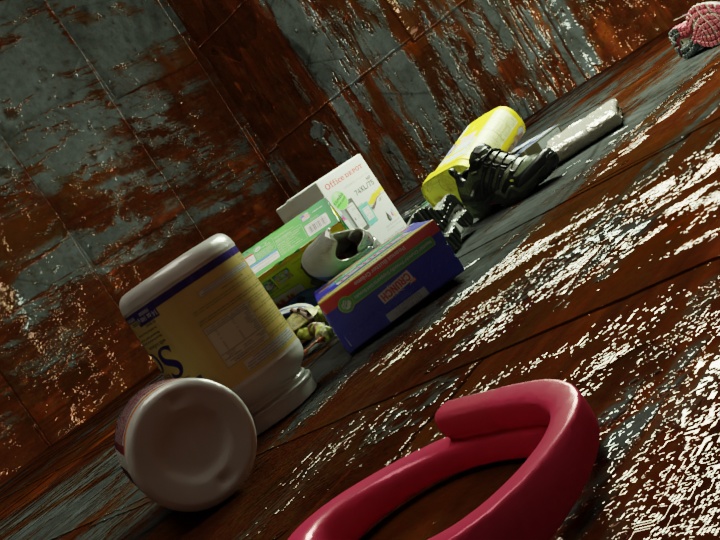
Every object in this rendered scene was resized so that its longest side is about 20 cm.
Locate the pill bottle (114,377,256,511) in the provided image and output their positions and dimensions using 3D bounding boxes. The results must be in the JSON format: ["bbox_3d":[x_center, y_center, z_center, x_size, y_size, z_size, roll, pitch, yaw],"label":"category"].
[{"bbox_3d":[-0.170,0.158,0.974,0.114,0.114,0.200,-35,5,-17],"label":"pill bottle"}]

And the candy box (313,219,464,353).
[{"bbox_3d":[0.029,0.015,1.282,0.169,0.077,0.200,-35,5,-2],"label":"candy box"}]

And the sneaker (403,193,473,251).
[{"bbox_3d":[0.098,-0.044,1.514,0.090,0.078,0.200,-41,-5,28],"label":"sneaker"}]

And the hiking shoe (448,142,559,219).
[{"bbox_3d":[0.210,-0.151,1.583,0.076,0.101,0.200,-39,6,-41],"label":"hiking shoe"}]

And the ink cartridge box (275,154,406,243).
[{"bbox_3d":[-0.030,-0.091,2.027,0.147,0.200,0.146,-38,6,-41],"label":"ink cartridge box"}]

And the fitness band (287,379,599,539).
[{"bbox_3d":[0.036,0.113,0.504,0.144,0.037,0.200,-40,6,-30],"label":"fitness band"}]

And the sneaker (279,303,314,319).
[{"bbox_3d":[-0.153,0.109,1.566,0.200,0.075,0.088,-35,-1,-5],"label":"sneaker"}]

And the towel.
[{"bbox_3d":[0.371,-0.232,1.718,0.132,0.035,0.200,-33,5,18],"label":"towel"}]

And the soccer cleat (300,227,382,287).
[{"bbox_3d":[0.009,-0.017,1.429,0.199,0.070,0.086,1,-47,-45],"label":"soccer cleat"}]

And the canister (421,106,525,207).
[{"bbox_3d":[0.220,-0.214,2.000,0.148,0.087,0.200,-27,21,51],"label":"canister"}]

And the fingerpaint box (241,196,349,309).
[{"bbox_3d":[-0.091,0.000,1.721,0.200,0.167,0.073,-34,46,5],"label":"fingerpaint box"}]

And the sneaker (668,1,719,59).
[{"bbox_3d":[0.625,-0.446,1.872,0.075,0.081,0.200,-32,4,-6],"label":"sneaker"}]

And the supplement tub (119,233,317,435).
[{"bbox_3d":[-0.152,0.077,1.138,0.145,0.200,0.145,-33,4,3],"label":"supplement tub"}]

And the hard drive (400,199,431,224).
[{"bbox_3d":[0.127,-0.117,2.225,0.140,0.038,0.200,-38,5,-41],"label":"hard drive"}]

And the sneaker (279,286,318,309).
[{"bbox_3d":[-0.109,0.091,1.668,0.200,0.066,0.078,-26,37,-23],"label":"sneaker"}]

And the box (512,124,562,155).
[{"bbox_3d":[0.302,-0.219,2.074,0.121,0.032,0.200,-37,7,-34],"label":"box"}]

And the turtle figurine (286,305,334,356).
[{"bbox_3d":[-0.074,0.075,1.461,0.161,0.065,0.200,-36,5,-28],"label":"turtle figurine"}]
